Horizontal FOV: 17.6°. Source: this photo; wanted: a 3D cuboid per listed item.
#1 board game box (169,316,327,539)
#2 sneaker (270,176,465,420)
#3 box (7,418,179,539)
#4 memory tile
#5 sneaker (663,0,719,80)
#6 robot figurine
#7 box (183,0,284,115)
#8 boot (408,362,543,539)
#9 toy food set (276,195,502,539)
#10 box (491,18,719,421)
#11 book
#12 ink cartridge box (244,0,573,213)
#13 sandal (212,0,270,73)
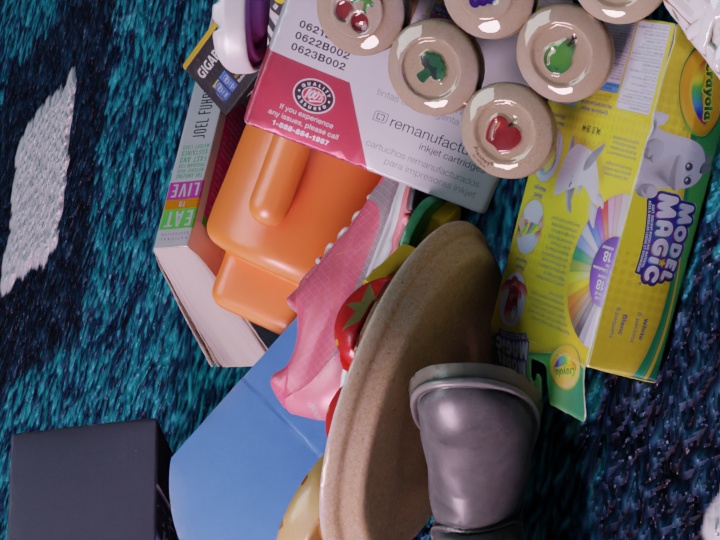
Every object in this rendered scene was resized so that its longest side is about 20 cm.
[{"bbox_3d":[-0.015,0.114,1.373,0.200,0.039,0.158,-49,55,-1],"label":"board game box"},{"bbox_3d":[0.000,0.000,1.351,0.086,0.074,0.201,1,57,26],"label":"sneaker"},{"bbox_3d":[-0.166,0.232,1.562,0.182,0.104,0.201,72,-168,-57],"label":"box"},{"bbox_3d":[0.045,-0.156,1.162,0.153,0.200,0.017,-54,-10,25],"label":"memory tile"},{"bbox_3d":[0.172,-0.107,1.062,0.073,0.084,0.200,-56,33,39],"label":"sneaker"},{"bbox_3d":[-0.023,-0.059,1.448,0.117,0.144,0.201,29,98,54],"label":"robot figurine"},{"bbox_3d":[-0.012,-0.196,1.467,0.160,0.049,0.200,-41,-2,-36],"label":"box"},{"bbox_3d":[0.058,0.167,1.158,0.182,0.072,0.201,70,-157,-57],"label":"boot"},{"bbox_3d":[0.021,0.066,1.237,0.198,0.049,0.201,-42,-35,-51],"label":"toy food set"},{"bbox_3d":[0.125,-0.028,1.182,0.117,0.048,0.201,26,100,66],"label":"box"},{"bbox_3d":[-0.081,-0.055,1.549,0.134,0.048,0.201,63,-150,-47],"label":"book"},{"bbox_3d":[0.043,-0.165,1.266,0.145,0.145,0.201,-72,3,-68],"label":"ink cartridge box"},{"bbox_3d":[-0.048,-0.209,1.273,0.082,0.050,0.203,-45,-41,-75],"label":"sandal"}]
